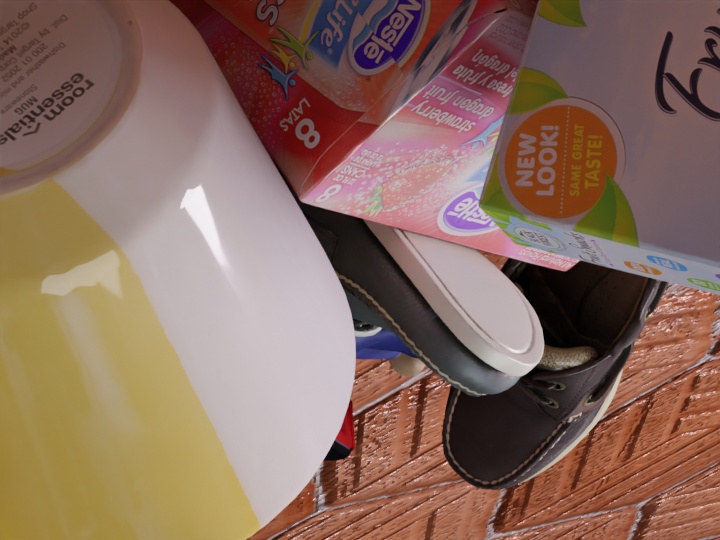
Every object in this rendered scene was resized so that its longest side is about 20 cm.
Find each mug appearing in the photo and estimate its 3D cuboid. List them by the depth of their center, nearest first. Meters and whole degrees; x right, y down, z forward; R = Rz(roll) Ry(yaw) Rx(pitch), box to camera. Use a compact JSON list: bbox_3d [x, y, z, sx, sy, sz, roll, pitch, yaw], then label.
[{"bbox_3d":[-0.087,0.006,0.785,0.149,0.187,0.153,-3,144,8],"label":"mug"}]

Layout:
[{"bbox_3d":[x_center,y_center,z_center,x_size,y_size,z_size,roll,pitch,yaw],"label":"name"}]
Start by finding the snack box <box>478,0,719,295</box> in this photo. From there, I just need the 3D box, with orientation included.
[{"bbox_3d":[0.132,-0.092,0.814,0.142,0.200,0.053,14,172,19],"label":"snack box"}]

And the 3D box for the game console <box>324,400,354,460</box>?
[{"bbox_3d":[-0.103,0.049,1.101,0.177,0.031,0.200,1,168,13],"label":"game console"}]

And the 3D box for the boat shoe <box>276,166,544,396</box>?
[{"bbox_3d":[0.000,0.000,0.972,0.073,0.200,0.062,30,101,-36],"label":"boat shoe"}]

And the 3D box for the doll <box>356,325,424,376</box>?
[{"bbox_3d":[-0.046,0.024,1.167,0.200,0.049,0.136,4,177,-39],"label":"doll"}]

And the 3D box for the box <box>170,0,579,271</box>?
[{"bbox_3d":[0.036,-0.075,0.934,0.095,0.103,0.200,-42,156,18],"label":"box"}]

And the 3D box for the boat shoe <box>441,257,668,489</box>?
[{"bbox_3d":[0.080,0.018,1.119,0.065,0.073,0.200,-32,155,-52],"label":"boat shoe"}]
